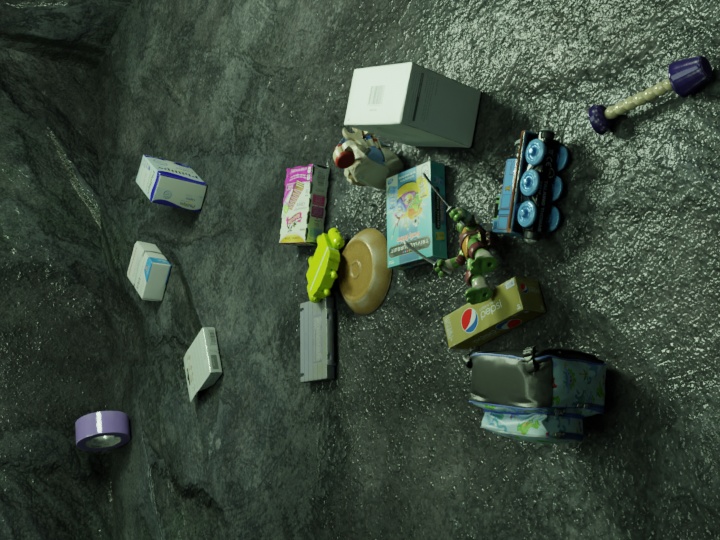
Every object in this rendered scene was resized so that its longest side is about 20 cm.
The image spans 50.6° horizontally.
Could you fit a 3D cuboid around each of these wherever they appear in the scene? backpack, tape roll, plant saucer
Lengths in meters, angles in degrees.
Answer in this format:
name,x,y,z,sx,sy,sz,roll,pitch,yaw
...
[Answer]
name,x,y,z,sx,sy,sz,roll,pitch,yaw
backpack,0.290,0.200,1.223,0.181,0.196,0.151,-8,78,55
tape roll,-0.973,0.607,2.878,0.200,0.196,0.087,-42,52,41
plant saucer,0.000,0.000,1.793,0.198,0.035,0.206,-15,72,52

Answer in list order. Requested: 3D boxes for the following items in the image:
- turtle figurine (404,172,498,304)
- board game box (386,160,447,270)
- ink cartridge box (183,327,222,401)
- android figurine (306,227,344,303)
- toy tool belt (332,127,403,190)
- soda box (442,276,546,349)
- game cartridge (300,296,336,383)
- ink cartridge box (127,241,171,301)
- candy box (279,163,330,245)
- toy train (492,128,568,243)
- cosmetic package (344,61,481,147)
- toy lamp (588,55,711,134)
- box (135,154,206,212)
name,x,y,z,sx,sy,sz,roll,pitch,yaw
turtle figurine,0.171,-0.038,1.407,0.145,0.197,0.196,-51,29,23
board game box,0.119,-0.115,1.642,0.150,0.046,0.206,-15,71,52
ink cartridge box,-0.505,0.302,2.429,0.201,0.046,0.163,-51,47,43
android figurine,-0.089,-0.009,1.871,0.201,0.040,0.185,-117,47,-63
toy tool belt,-0.001,-0.262,1.709,0.125,0.197,0.124,-46,52,27
soda box,0.245,0.083,1.416,0.199,0.067,0.066,-35,57,45
game cartridge,-0.106,0.175,1.911,0.128,0.038,0.206,-15,72,48
ink cartridge box,-0.786,0.001,2.827,0.200,0.084,0.150,40,115,51
candy box,-0.149,-0.170,2.007,0.135,0.060,0.206,0,84,53
toy train,0.303,-0.151,1.369,0.113,0.085,0.206,7,90,59
cosmetic package,0.107,-0.336,1.571,0.198,0.197,0.126,14,92,53
toy lamp,0.454,-0.277,1.204,0.198,0.057,0.060,-25,64,49
box,-0.649,-0.299,2.613,0.200,0.181,0.107,41,114,48
